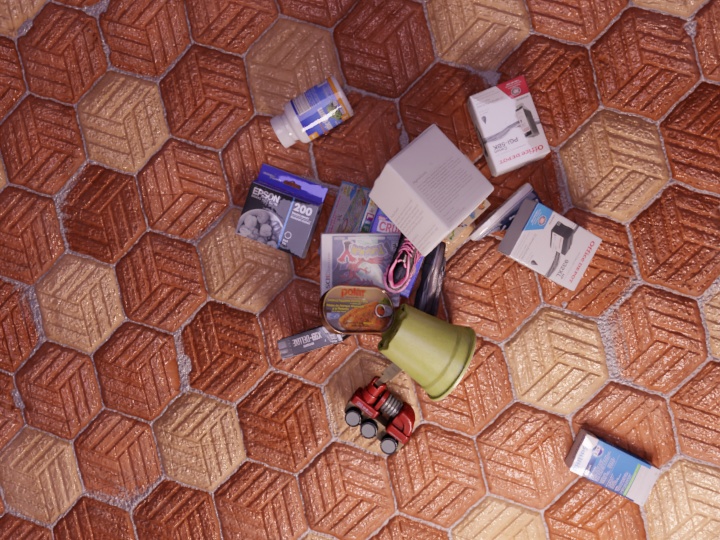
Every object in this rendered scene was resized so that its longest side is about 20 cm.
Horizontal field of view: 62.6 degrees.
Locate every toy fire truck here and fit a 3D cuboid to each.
[{"bbox_3d":[0.080,0.333,1.523,0.175,0.129,0.201,36,105,3],"label":"toy fire truck"}]

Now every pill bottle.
[{"bbox_3d":[-0.125,-0.397,1.507,0.198,0.112,0.113,-29,89,7],"label":"pill bottle"}]

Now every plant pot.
[{"bbox_3d":[0.149,0.182,1.440,0.183,0.200,0.202,31,95,-9],"label":"plant pot"}]

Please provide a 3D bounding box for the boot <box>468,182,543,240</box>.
[{"bbox_3d":[0.373,-0.121,1.485,0.199,0.073,0.091,-41,93,5],"label":"boot"}]

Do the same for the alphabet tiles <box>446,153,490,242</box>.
[{"bbox_3d":[0.212,-0.176,1.434,0.200,0.006,0.167,-43,87,5],"label":"alphabet tiles"}]

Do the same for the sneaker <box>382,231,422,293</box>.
[{"bbox_3d":[0.111,-0.040,1.400,0.078,0.095,0.203,20,92,6],"label":"sneaker"}]

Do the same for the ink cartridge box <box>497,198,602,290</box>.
[{"bbox_3d":[0.460,-0.062,1.441,0.198,0.084,0.147,26,97,-14],"label":"ink cartridge box"}]

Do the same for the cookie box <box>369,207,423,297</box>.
[{"bbox_3d":[0.082,-0.056,1.517,0.169,0.075,0.203,20,94,5],"label":"cookie box"}]

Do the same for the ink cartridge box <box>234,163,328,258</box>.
[{"bbox_3d":[-0.208,-0.159,1.561,0.196,0.043,0.203,20,93,5],"label":"ink cartridge box"}]

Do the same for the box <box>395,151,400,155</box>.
[{"bbox_3d":[0.155,-0.206,1.491,0.199,0.100,0.075,41,96,3],"label":"box"}]

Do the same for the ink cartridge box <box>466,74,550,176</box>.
[{"bbox_3d":[0.366,-0.355,1.470,0.145,0.083,0.203,-21,90,6],"label":"ink cartridge box"}]

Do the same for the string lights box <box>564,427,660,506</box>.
[{"bbox_3d":[0.631,0.493,1.488,0.198,0.059,0.104,26,94,5],"label":"string lights box"}]

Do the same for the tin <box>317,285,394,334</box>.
[{"bbox_3d":[-0.009,0.094,1.393,0.198,0.042,0.114,5,79,-31],"label":"tin"}]

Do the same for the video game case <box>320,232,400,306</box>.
[{"bbox_3d":[0.000,0.000,1.450,0.197,0.023,0.185,-1,99,-11],"label":"video game case"}]

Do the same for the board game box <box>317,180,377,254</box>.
[{"bbox_3d":[-0.029,-0.118,1.507,0.134,0.034,0.203,25,97,48],"label":"board game box"}]

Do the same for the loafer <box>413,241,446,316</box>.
[{"bbox_3d":[0.190,0.021,1.521,0.062,0.072,0.203,12,100,-14],"label":"loafer"}]

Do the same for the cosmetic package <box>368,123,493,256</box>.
[{"bbox_3d":[0.153,-0.177,1.328,0.165,0.165,0.200,-41,86,-22],"label":"cosmetic package"}]

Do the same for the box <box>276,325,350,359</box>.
[{"bbox_3d":[-0.108,0.167,1.484,0.156,0.200,0.050,-18,87,6],"label":"box"}]
